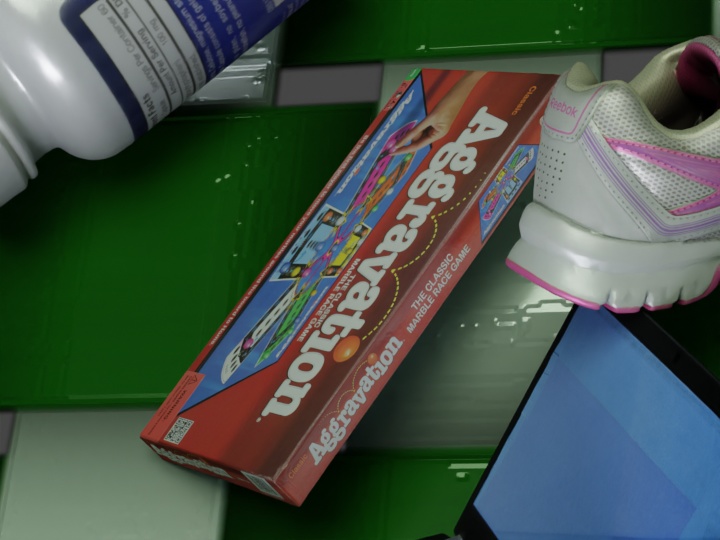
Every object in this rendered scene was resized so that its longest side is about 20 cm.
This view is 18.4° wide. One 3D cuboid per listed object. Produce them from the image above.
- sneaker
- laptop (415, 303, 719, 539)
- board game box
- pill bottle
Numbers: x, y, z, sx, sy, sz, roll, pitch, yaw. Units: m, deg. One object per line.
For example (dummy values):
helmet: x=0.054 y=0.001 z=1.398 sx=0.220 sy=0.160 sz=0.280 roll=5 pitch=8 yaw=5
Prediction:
sneaker: x=0.149 y=-0.043 z=0.822 sx=0.199 sy=0.089 sz=0.081 roll=-9 pitch=22 yaw=-28
laptop: x=0.024 y=0.096 z=0.756 sx=0.199 sy=0.104 sz=0.177 roll=-13 pitch=21 yaw=-11
board game box: x=0.000 y=0.000 z=0.886 sx=0.103 sy=0.019 sz=0.200 roll=10 pitch=59 yaw=54
pill bottle: x=-0.113 y=-0.119 z=0.953 sx=0.200 sy=0.120 sz=0.120 roll=-39 pitch=59 yaw=-10
